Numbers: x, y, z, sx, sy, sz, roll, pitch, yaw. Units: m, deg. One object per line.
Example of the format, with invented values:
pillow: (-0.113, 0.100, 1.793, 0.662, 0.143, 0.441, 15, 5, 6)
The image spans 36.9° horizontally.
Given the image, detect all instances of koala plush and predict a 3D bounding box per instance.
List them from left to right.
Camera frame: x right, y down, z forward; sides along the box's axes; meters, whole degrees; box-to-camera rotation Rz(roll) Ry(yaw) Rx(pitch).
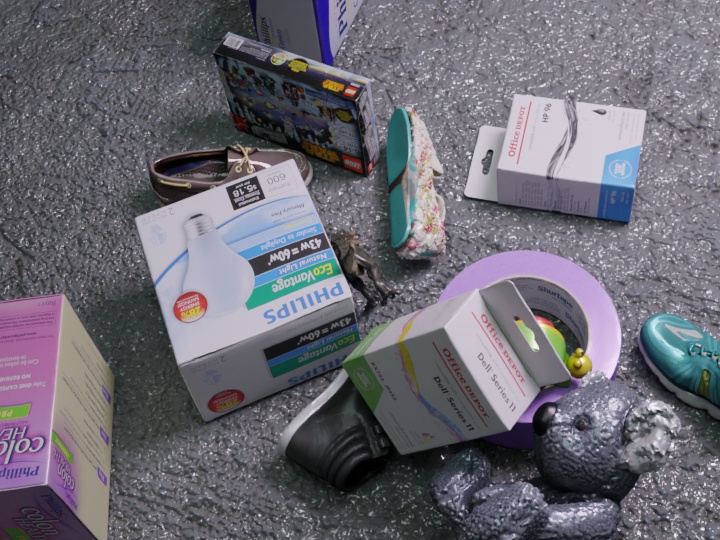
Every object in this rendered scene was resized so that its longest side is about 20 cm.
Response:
koala plush: (0.195, 0.187, 0.978, 0.183, 0.177, 0.202, 36, 85, -13)

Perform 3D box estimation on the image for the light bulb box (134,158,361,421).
light bulb box: (-0.121, 0.020, 1.176, 0.195, 0.126, 0.202, -21, 56, -6)

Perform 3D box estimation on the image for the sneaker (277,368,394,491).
sneaker: (0.015, 0.144, 1.115, 0.099, 0.071, 0.200, 38, 75, 24)

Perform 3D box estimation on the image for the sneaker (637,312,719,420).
sneaker: (0.368, 0.104, 1.084, 0.077, 0.080, 0.199, -40, 60, -18)

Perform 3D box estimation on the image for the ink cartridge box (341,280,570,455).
ink cartridge box: (0.086, 0.095, 1.010, 0.067, 0.199, 0.118, -41, 100, -40)

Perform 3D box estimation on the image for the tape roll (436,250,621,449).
tape roll: (0.172, 0.081, 1.134, 0.196, 0.066, 0.203, -4, 57, 6)

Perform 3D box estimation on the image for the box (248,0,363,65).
box: (-0.061, -0.399, 1.401, 0.103, 0.185, 0.202, 16, 61, 15)

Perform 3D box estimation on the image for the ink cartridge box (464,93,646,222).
ink cartridge box: (0.226, -0.136, 1.262, 0.196, 0.068, 0.118, 9, 59, 13)

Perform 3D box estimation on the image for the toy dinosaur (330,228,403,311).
toy dinosaur: (0.000, 0.000, 1.175, 0.047, 0.200, 0.089, -38, 98, -1)

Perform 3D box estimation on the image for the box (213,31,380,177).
box: (-0.075, -0.199, 1.302, 0.197, 0.138, 0.040, 22, 62, 20)

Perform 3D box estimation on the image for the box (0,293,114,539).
box: (-0.321, 0.160, 1.082, 0.095, 0.177, 0.203, -7, 57, 2)

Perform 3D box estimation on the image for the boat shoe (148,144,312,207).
boat shoe: (-0.157, -0.118, 1.307, 0.196, 0.060, 0.073, -6, 56, 4)

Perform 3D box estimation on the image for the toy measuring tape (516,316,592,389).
toy measuring tape: (0.130, 0.075, 1.063, 0.196, 0.074, 0.075, 9, 59, 13)

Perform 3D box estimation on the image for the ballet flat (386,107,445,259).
ballet flat: (0.066, -0.098, 1.262, 0.063, 0.076, 0.204, 14, 58, -24)
